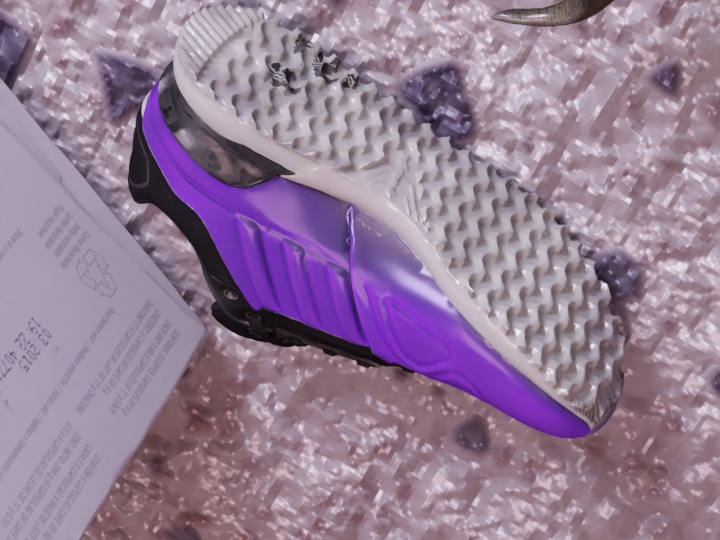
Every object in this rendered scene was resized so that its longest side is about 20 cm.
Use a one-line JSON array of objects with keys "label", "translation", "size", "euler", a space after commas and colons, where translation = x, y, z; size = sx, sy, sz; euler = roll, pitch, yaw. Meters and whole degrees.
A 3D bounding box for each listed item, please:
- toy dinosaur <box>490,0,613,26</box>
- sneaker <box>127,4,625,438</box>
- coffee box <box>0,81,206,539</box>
[{"label": "toy dinosaur", "translation": [0.115, -0.124, 0.840], "size": [0.199, 0.102, 0.077], "euler": [-15, 111, 25]}, {"label": "sneaker", "translation": [0.000, 0.000, 0.973], "size": [0.200, 0.070, 0.100], "euler": [40, 129, 0]}, {"label": "coffee box", "translation": [-0.213, 0.041, 0.976], "size": [0.197, 0.200, 0.200], "euler": [-33, 105, 31]}]
